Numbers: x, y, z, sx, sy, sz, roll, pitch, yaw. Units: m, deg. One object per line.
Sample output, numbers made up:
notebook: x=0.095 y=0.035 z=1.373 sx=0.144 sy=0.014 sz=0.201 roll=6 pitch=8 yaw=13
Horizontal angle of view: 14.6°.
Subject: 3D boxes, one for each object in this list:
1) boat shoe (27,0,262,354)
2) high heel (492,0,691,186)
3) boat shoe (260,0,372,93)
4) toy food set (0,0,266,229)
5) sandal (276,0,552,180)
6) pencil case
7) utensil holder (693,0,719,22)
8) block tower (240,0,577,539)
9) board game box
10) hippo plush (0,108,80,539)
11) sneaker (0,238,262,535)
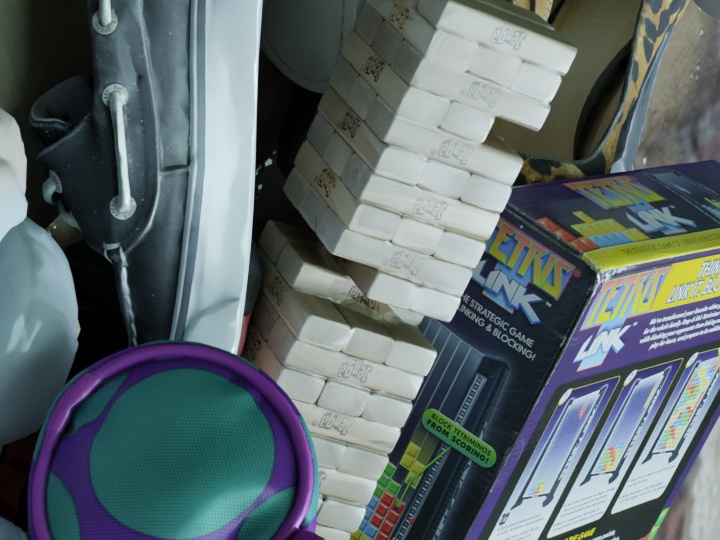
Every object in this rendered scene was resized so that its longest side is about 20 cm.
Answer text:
boat shoe: x=-0.065 y=-0.038 z=0.835 sx=0.072 sy=0.067 sz=0.201 roll=-99 pitch=-167 yaw=-66
high heel: x=0.073 y=-0.085 z=1.061 sx=0.200 sy=0.071 sz=0.144 roll=-27 pitch=131 yaw=-63
boat shoe: x=-0.014 y=-0.159 z=0.933 sx=0.063 sy=0.072 sz=0.201 roll=-30 pitch=120 yaw=-39
toy food set: x=-0.101 y=-0.117 z=0.859 sx=0.144 sy=0.060 sz=0.201 roll=-49 pitch=142 yaw=-35
sandal: x=0.041 y=-0.100 z=1.013 sx=0.055 sy=0.082 sz=0.200 roll=44 pitch=56 yaw=-16
pencil case: x=-0.045 y=0.103 z=0.838 sx=0.085 sy=0.092 sz=0.200 roll=-43 pitch=156 yaw=-19
utensil holder: x=0.203 y=-0.209 z=1.116 sx=0.170 sy=0.169 sz=0.201 roll=-32 pitch=129 yaw=-42
block tower: x=0.000 y=0.000 z=0.933 sx=0.058 sy=0.054 sz=0.201 roll=17 pitch=107 yaw=-29
board game box: x=0.074 y=0.047 z=1.031 sx=0.200 sy=0.057 sz=0.166 roll=-9 pitch=128 yaw=-60
hippo plush: x=-0.137 y=0.031 z=0.771 sx=0.161 sy=0.159 sz=0.201 roll=43 pitch=68 yaw=-49
sneaker: x=-0.094 y=0.072 z=0.931 sx=0.201 sy=0.073 sz=0.087 roll=-60 pitch=155 yaw=-13
